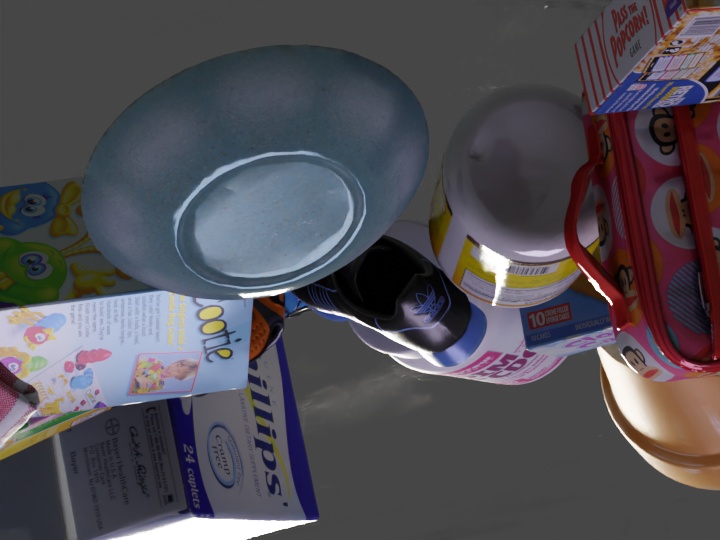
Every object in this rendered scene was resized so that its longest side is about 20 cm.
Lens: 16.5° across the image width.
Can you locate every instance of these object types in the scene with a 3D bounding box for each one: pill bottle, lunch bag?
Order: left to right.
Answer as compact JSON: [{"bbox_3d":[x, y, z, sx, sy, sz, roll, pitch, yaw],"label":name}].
[{"bbox_3d":[0.073,0.021,1.802,0.113,0.114,0.200,-16,167,26],"label":"pill bottle"},{"bbox_3d":[0.099,-0.040,1.549,0.109,0.110,0.200,-9,169,-4],"label":"pill bottle"},{"bbox_3d":[0.201,-0.038,1.430,0.176,0.200,0.082,-7,172,-16],"label":"lunch bag"}]

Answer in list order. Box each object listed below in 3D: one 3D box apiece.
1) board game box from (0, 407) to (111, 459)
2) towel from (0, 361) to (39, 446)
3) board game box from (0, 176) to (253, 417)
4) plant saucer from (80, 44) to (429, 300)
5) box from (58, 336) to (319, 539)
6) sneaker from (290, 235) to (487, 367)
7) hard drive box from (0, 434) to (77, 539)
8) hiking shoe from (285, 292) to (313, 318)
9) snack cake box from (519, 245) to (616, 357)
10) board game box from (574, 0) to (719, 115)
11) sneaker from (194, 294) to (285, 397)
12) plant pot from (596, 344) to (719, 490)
[{"bbox_3d":[-0.250,0.103,1.607,0.200,0.040,0.153,-25,175,-15],"label":"board game box"},{"bbox_3d":[-0.282,0.037,1.425,0.146,0.200,0.030,-39,-169,51],"label":"towel"},{"bbox_3d":[-0.174,0.014,1.505,0.200,0.103,0.105,-7,138,-13],"label":"board game box"},{"bbox_3d":[-0.053,-0.040,1.378,0.201,0.039,0.201,-12,141,-10],"label":"plant saucer"},{"bbox_3d":[-0.136,0.110,1.876,0.105,0.184,0.200,-17,167,24],"label":"box"},{"bbox_3d":[0.000,0.000,1.660,0.200,0.070,0.078,23,165,47],"label":"sneaker"},{"bbox_3d":[-0.252,0.154,1.941,0.077,0.200,0.156,-12,168,7],"label":"hard drive box"},{"bbox_3d":[-0.088,0.030,1.768,0.200,0.087,0.074,-4,169,-25],"label":"hiking shoe"},{"bbox_3d":[0.206,-0.019,1.725,0.200,0.115,0.067,-16,166,23],"label":"snack cake box"},{"bbox_3d":[0.235,-0.138,1.338,0.200,0.046,0.152,-7,165,-17],"label":"board game box"},{"bbox_3d":[-0.136,0.029,1.661,0.200,0.112,0.078,-5,167,-25],"label":"sneaker"},{"bbox_3d":[0.270,0.053,1.991,0.200,0.201,0.183,-15,151,21],"label":"plant pot"}]
